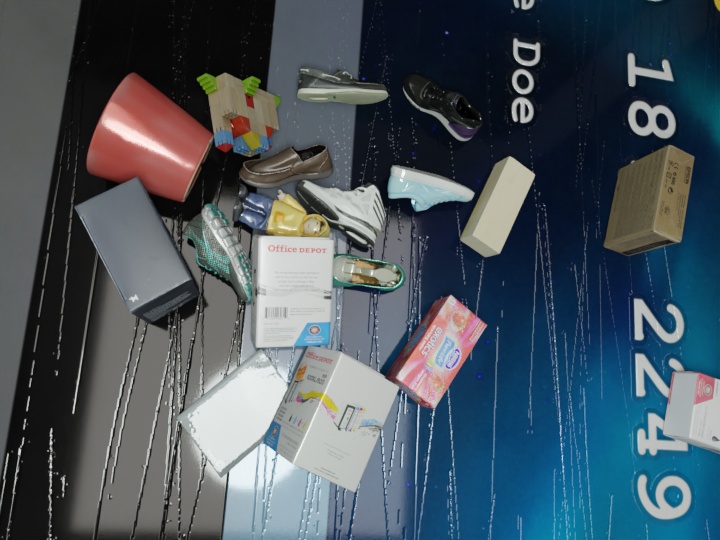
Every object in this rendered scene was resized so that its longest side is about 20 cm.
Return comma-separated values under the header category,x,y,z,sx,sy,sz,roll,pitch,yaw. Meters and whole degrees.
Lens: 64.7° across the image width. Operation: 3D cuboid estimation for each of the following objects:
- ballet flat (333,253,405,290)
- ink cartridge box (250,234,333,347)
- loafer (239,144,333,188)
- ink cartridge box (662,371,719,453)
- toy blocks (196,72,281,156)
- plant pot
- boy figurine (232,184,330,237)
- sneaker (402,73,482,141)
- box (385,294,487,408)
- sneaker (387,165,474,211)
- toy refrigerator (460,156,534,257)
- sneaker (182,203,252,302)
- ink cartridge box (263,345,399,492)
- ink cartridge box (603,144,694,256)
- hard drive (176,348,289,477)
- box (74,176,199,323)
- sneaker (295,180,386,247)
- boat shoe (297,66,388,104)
category,x,y,z,sx,sy,sz,roll,pitch,yaw
ballet flat,0.000,0.000,1.152,0.195,0.070,0.069,7,79,-10
ink cartridge box,-0.131,0.036,1.079,0.143,0.084,0.205,1,95,-19
loafer,-0.150,-0.222,1.150,0.196,0.072,0.073,-14,44,-21
ink cartridge box,0.787,0.322,1.250,0.196,0.085,0.149,19,77,-9
toy blocks,-0.224,-0.291,1.118,0.098,0.199,0.140,-14,83,28
plant pot,-0.382,-0.232,1.063,0.175,0.200,0.204,26,76,-17
boy figurine,-0.157,-0.097,1.141,0.196,0.065,0.127,20,67,-5
sneaker,0.186,-0.376,1.245,0.198,0.088,0.076,36,76,-3
box,0.151,0.163,1.142,0.102,0.095,0.201,38,75,-4
sneaker,0.147,-0.165,1.222,0.196,0.074,0.084,13,108,-14
toy refrigerator,0.297,-0.137,1.239,0.075,0.070,0.203,30,77,-12
sneaker,-0.274,-0.023,1.110,0.090,0.078,0.203,-28,91,10
ink cartridge box,-0.054,0.262,1.038,0.143,0.146,0.203,33,74,-25
ink cartridge box,0.636,-0.149,1.258,0.074,0.165,0.204,18,78,-9
hard drive,-0.226,0.268,1.080,0.199,0.033,0.140,-38,90,-15
box,-0.386,-0.027,1.012,0.116,0.200,0.199,-28,87,-15
sneaker,-0.034,-0.147,1.180,0.199,0.075,0.117,34,67,-12
boat shoe,-0.036,-0.397,1.212,0.195,0.072,0.069,2,84,-9
